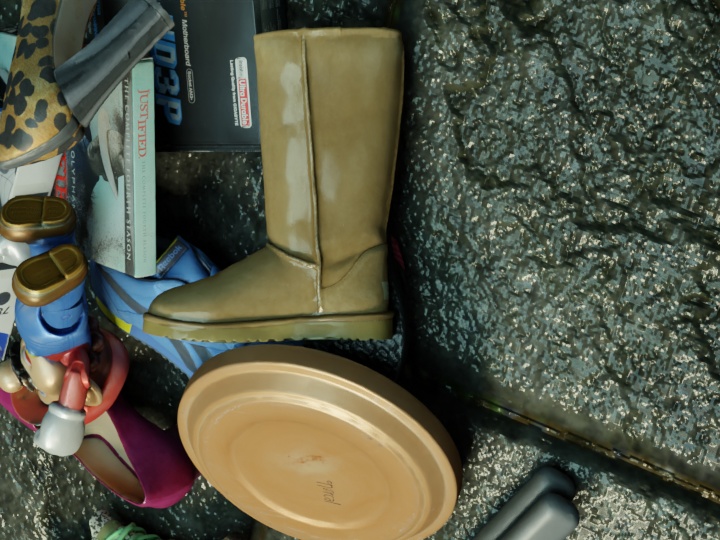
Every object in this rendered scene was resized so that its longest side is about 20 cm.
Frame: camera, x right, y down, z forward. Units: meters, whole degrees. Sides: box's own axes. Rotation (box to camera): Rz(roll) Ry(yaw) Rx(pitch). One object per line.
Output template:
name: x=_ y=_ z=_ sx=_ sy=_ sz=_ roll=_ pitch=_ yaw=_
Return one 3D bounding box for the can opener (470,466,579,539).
can opener: x=0.091 y=0.221 z=1.284 sx=0.067 sy=0.054 sz=0.200 roll=31 pitch=118 yaw=-19

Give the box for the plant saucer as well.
plant saucer: x=-0.030 y=0.127 z=1.263 sx=0.198 sy=0.032 sz=0.201 roll=13 pitch=141 yaw=11

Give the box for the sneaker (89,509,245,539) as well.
sneaker: x=-0.174 y=0.217 z=1.395 sx=0.199 sy=0.077 sz=0.089 roll=-24 pitch=83 yaw=26

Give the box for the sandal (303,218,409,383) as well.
sandal: x=0.000 y=0.000 z=1.276 sx=0.074 sy=0.045 sz=0.202 roll=-3 pitch=86 yaw=20

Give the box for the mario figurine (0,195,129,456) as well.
mario figurine: x=-0.222 y=0.045 z=1.280 sx=0.105 sy=0.124 sz=0.201 roll=15 pitch=143 yaw=11

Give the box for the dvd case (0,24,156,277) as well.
dvd case: x=-0.202 y=-0.086 z=1.301 sx=0.199 sy=0.022 sz=0.148 roll=18 pitch=112 yaw=48

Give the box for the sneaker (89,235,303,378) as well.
sneaker: x=-0.108 y=0.029 z=1.304 sx=0.199 sy=0.066 sz=0.079 roll=29 pitch=144 yaw=19

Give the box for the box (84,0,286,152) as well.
box: x=-0.130 y=-0.183 z=1.288 sx=0.158 sy=0.046 sz=0.202 roll=3 pitch=103 yaw=26

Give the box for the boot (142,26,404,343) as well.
boot: x=-0.057 y=-0.055 z=1.229 sx=0.173 sy=0.066 sz=0.202 roll=-1 pitch=91 yaw=-5

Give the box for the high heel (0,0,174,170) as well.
high heel: x=-0.226 y=-0.148 z=1.229 sx=0.143 sy=0.072 sz=0.199 roll=-48 pitch=47 yaw=-11

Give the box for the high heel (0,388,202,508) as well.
high heel: x=-0.205 y=0.115 z=1.368 sx=0.198 sy=0.096 sz=0.068 roll=15 pitch=109 yaw=22

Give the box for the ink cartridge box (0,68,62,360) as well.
ink cartridge box: x=-0.272 y=-0.036 z=1.357 sx=0.100 sy=0.039 sz=0.201 roll=49 pitch=134 yaw=33
